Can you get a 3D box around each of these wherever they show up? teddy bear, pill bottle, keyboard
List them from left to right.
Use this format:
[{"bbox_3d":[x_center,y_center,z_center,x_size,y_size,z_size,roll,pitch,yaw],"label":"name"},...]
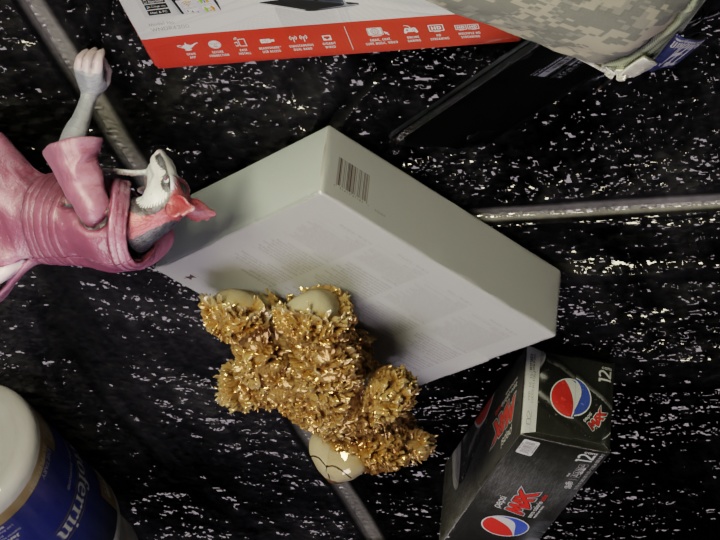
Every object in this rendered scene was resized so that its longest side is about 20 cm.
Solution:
[{"bbox_3d":[-0.243,0.175,1.706,0.115,0.117,0.200,-6,147,21],"label":"pill bottle"},{"bbox_3d":[-0.027,0.072,1.437,0.144,0.067,0.200,7,151,9],"label":"teddy bear"},{"bbox_3d":[0.106,-0.121,1.191,0.199,0.040,0.104,-31,160,37],"label":"keyboard"}]

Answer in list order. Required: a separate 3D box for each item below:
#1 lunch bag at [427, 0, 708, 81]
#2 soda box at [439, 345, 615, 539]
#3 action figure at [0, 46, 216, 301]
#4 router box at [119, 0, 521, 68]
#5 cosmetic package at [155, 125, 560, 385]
[{"bbox_3d":[0.072,-0.179,0.978,0.199,0.140,0.168,17,127,-20],"label":"lunch bag"},{"bbox_3d":[0.110,0.127,1.588,0.063,0.071,0.200,12,149,-10],"label":"soda box"},{"bbox_3d":[-0.174,-0.030,1.331,0.199,0.150,0.134,3,146,36],"label":"action figure"},{"bbox_3d":[-0.034,-0.175,1.138,0.198,0.049,0.180,-3,148,17],"label":"router box"},{"bbox_3d":[0.000,0.000,1.422,0.199,0.052,0.150,31,141,-34],"label":"cosmetic package"}]
